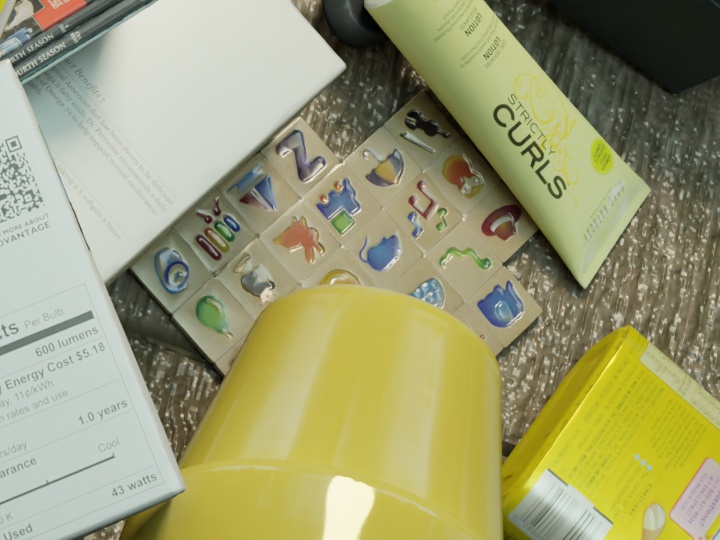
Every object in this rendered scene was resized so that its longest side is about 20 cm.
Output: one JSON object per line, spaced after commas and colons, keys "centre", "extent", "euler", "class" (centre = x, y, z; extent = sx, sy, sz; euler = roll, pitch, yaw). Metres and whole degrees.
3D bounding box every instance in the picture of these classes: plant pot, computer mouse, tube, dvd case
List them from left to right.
{"centre": [-0.195, -0.108, 1.416], "extent": [0.199, 0.146, 0.022], "euler": [-31, 117, -6], "class": "dvd case"}
{"centre": [-0.010, 0.118, 1.426], "extent": [0.200, 0.201, 0.190], "euler": [24, 56, -13], "class": "plant pot"}
{"centre": [0.043, -0.187, 1.627], "extent": [0.200, 0.034, 0.059], "euler": [-42, 106, -33], "class": "computer mouse"}
{"centre": [0.082, -0.088, 1.588], "extent": [0.058, 0.052, 0.200], "euler": [-36, 112, 10], "class": "tube"}

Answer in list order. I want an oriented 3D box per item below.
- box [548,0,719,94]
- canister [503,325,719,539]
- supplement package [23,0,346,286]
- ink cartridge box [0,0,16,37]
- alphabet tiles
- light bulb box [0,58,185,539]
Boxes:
{"centre": [0.184, -0.228, 1.639], "extent": [0.148, 0.107, 0.201], "euler": [34, 64, -18], "class": "box"}
{"centre": [0.172, 0.144, 1.544], "extent": [0.200, 0.087, 0.149], "euler": [40, 64, -4], "class": "canister"}
{"centre": [-0.126, -0.070, 1.473], "extent": [0.117, 0.117, 0.200], "euler": [48, 64, -2], "class": "supplement package"}
{"centre": [-0.244, -0.155, 1.416], "extent": [0.047, 0.196, 0.201], "euler": [61, 35, -39], "class": "ink cartridge box"}
{"centre": [0.000, 0.000, 1.564], "extent": [0.167, 0.008, 0.200], "euler": [48, 63, -2], "class": "alphabet tiles"}
{"centre": [-0.203, 0.042, 1.279], "extent": [0.197, 0.125, 0.201], "euler": [-22, 87, -8], "class": "light bulb box"}
